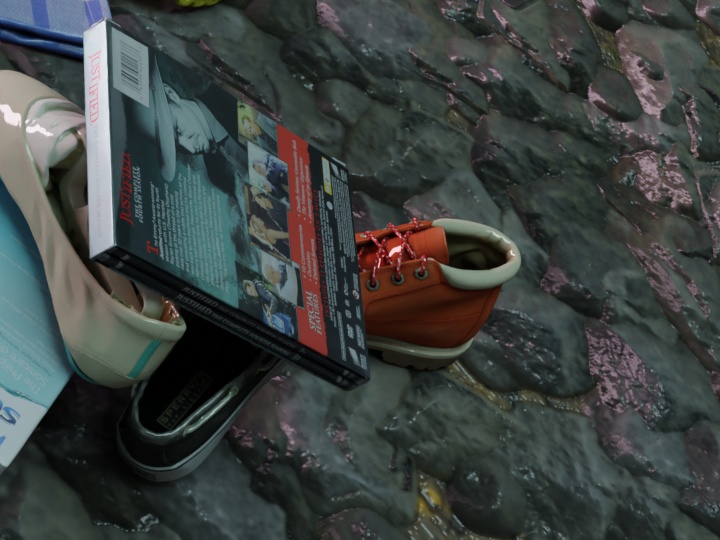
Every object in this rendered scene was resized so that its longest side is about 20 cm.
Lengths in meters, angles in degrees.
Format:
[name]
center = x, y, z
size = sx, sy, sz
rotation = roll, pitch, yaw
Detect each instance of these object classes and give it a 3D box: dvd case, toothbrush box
[dvd case]
center = -0.070, -0.033, 1.169
size = 0.200, 0.022, 0.146
rotation = 31, 43, -44
[toothbrush box]
center = -0.216, 0.018, 1.161
size = 0.146, 0.085, 0.200
rotation = 37, 42, -8

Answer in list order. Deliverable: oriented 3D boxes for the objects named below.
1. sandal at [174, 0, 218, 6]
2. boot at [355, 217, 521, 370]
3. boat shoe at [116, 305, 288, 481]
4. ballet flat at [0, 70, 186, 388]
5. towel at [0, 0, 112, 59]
[sandal]
center = -0.124, -0.230, 1.413
size = 0.200, 0.087, 0.080
rotation = 9, 51, -56
[boot]
center = 0.000, 0.000, 1.322
size = 0.200, 0.107, 0.075
rotation = 6, 56, -30
[boat shoe]
center = -0.066, 0.029, 1.228
size = 0.071, 0.064, 0.200
rotation = 30, 63, 7
[ballet flat]
center = -0.143, -0.035, 1.148
size = 0.069, 0.069, 0.200
rotation = -7, 63, -40
[towel]
center = -0.230, -0.227, 1.400
size = 0.147, 0.024, 0.200
rotation = 11, 50, -28
